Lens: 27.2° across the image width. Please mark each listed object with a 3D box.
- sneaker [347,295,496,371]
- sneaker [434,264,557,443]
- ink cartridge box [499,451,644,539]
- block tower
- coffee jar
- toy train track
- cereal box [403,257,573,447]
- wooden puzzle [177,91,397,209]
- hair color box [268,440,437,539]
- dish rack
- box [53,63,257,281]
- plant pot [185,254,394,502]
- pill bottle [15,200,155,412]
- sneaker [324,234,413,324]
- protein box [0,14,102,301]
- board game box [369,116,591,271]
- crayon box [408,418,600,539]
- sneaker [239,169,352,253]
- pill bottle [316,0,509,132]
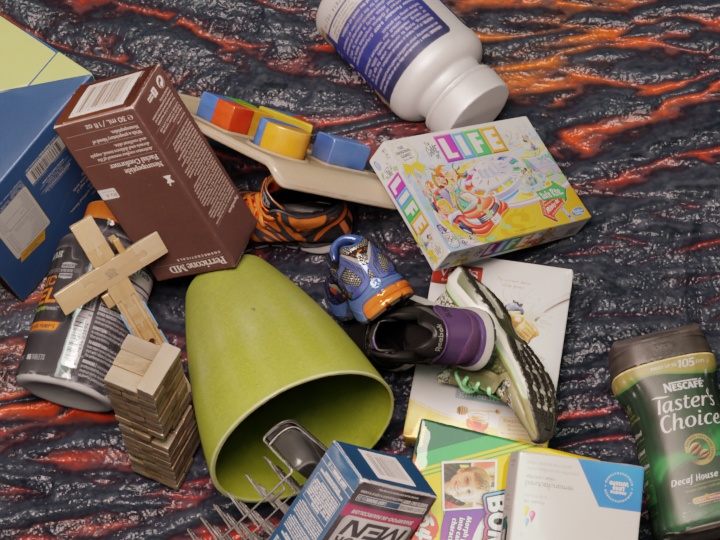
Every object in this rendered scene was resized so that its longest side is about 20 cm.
[{"bbox_3d":[0.033,0.057,1.419,0.087,0.199,0.076,6,83,-36],"label":"sneaker"},{"bbox_3d":[0.119,0.094,1.427,0.089,0.077,0.201,-41,54,17],"label":"sneaker"},{"bbox_3d":[0.181,0.267,1.322,0.115,0.067,0.201,7,82,-1],"label":"ink cartridge box"},{"bbox_3d":[-0.195,0.134,1.406,0.057,0.200,0.054,20,59,11],"label":"block tower"},{"bbox_3d":[0.305,0.154,1.420,0.104,0.085,0.201,-13,69,-1],"label":"coffee jar"},{"bbox_3d":[-0.222,0.036,1.442,0.114,0.033,0.201,-32,108,-12],"label":"toy train track"},{"bbox_3d":[0.128,0.086,1.483,0.143,0.040,0.201,8,70,7],"label":"cereal box"},{"bbox_3d":[-0.072,-0.130,1.479,0.200,0.185,0.047,34,107,40],"label":"wooden puzzle"},{"bbox_3d":[-0.028,0.256,1.349,0.201,0.100,0.061,-57,42,16],"label":"hair color box"},{"bbox_3d":[-0.095,0.245,1.382,0.200,0.153,0.055,-44,54,-2],"label":"dish rack"},{"bbox_3d":[-0.194,-0.090,1.426,0.100,0.200,0.075,-10,39,30],"label":"box"},{"bbox_3d":[-0.094,0.087,1.441,0.186,0.188,0.200,-27,55,-6],"label":"plant pot"},{"bbox_3d":[-0.268,0.033,1.500,0.106,0.106,0.201,11,70,8],"label":"pill bottle"},{"bbox_3d":[0.000,0.000,1.447,0.075,0.200,0.079,-29,95,-12],"label":"sneaker"},{"bbox_3d":[-0.357,-0.112,1.510,0.135,0.200,0.199,33,75,16],"label":"protein box"},{"bbox_3d":[0.122,-0.081,1.494,0.199,0.034,0.135,-14,65,-38],"label":"board game box"},{"bbox_3d":[0.118,0.256,1.386,0.171,0.058,0.201,13,82,4],"label":"crayon box"},{"bbox_3d":[-0.109,-0.067,1.521,0.198,0.112,0.078,-3,69,3],"label":"sneaker"},{"bbox_3d":[0.058,-0.228,1.565,0.120,0.120,0.200,-38,71,-10],"label":"pill bottle"}]
